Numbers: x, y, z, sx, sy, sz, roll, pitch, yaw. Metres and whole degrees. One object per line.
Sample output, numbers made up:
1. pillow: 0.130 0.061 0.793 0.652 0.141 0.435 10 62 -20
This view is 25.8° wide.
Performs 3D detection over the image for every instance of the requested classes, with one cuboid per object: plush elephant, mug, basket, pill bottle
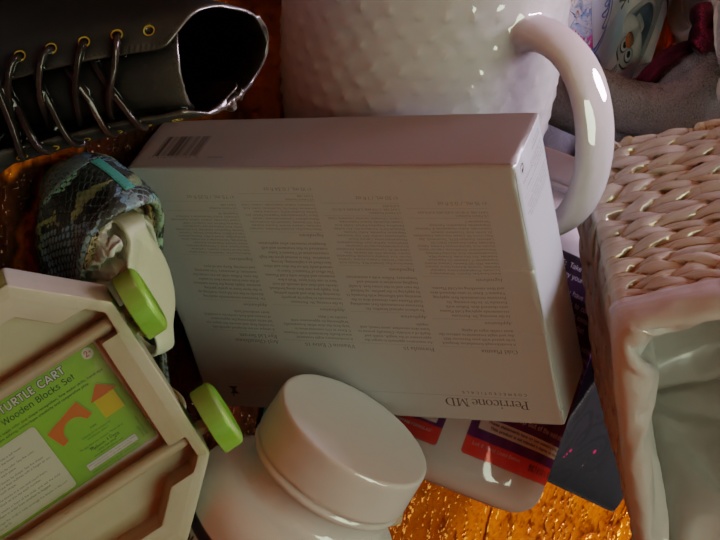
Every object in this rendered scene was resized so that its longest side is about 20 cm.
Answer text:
1. plush elephant: 0.217 -0.125 0.909 0.164 0.200 0.156 -1 121 -42
2. mug: 0.047 -0.089 0.800 0.147 0.199 0.177 -19 125 -40
3. basket: 0.219 0.038 0.806 0.162 0.196 0.201 -96 174 -54
4. pill bottle: -0.052 0.155 0.786 0.111 0.111 0.201 6 123 -50
5. pill bottle: 0.083 0.032 0.921 0.112 0.112 0.202 28 82 -51

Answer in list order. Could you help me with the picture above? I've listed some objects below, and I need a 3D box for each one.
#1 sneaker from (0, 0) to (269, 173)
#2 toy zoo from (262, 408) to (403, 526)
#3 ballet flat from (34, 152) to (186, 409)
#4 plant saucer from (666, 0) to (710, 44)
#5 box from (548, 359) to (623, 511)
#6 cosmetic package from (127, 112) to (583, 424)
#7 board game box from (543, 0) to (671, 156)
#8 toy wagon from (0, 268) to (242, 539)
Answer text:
1. sneaker: -0.136 -0.077 0.657 0.200 0.106 0.075 -39 131 -35
2. toy zoo: -0.004 0.060 0.932 0.131 0.020 0.202 1 102 -51
3. ballet flat: -0.116 0.045 0.757 0.074 0.074 0.202 -28 124 -41
4. plant saucer: 0.247 -0.203 1.048 0.050 0.200 0.202 11 96 -10
5. box: 0.159 0.037 1.016 0.122 0.106 0.201 28 97 -50
6. cosmetic package: 0.000 0.000 0.774 0.052 0.198 0.152 -59 144 -49
7. board game box: 0.124 -0.168 0.984 0.199 0.043 0.201 21 87 -52
8. toy wagon: -0.152 0.060 0.696 0.154 0.040 0.201 -32 115 -5
